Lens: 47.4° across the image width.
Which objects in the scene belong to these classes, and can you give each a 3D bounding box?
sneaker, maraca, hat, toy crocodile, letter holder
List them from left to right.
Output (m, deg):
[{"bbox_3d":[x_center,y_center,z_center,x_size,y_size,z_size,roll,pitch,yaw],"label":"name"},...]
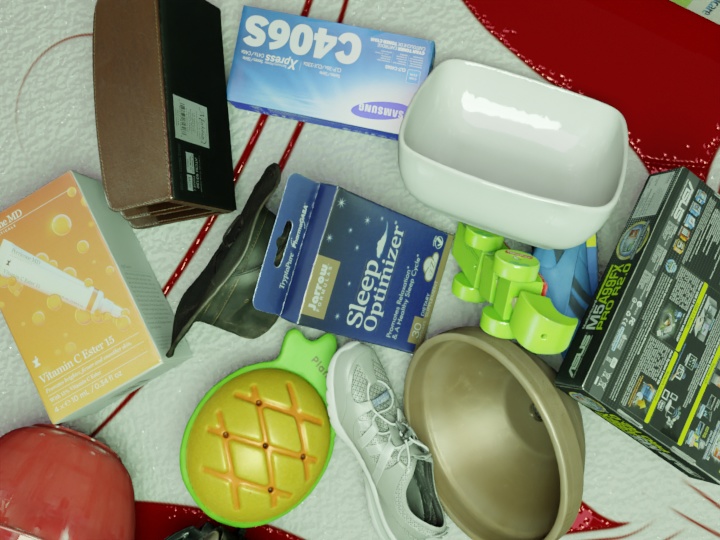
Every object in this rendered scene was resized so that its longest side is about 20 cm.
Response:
[{"bbox_3d":[-0.210,-0.151,0.788,0.139,0.100,0.206,-8,84,26],"label":"letter holder"},{"bbox_3d":[-0.102,0.006,0.763,0.080,0.200,0.203,31,91,-16],"label":"hat"},{"bbox_3d":[-0.081,0.148,0.779,0.200,0.107,0.138,-43,97,-16],"label":"maraca"},{"bbox_3d":[0.033,0.158,0.762,0.081,0.074,0.204,-12,103,46],"label":"sneaker"},{"bbox_3d":[0.126,0.006,0.723,0.060,0.201,0.069,4,111,-15],"label":"toy crocodile"},{"bbox_3d":[0.181,0.030,0.748,0.076,0.066,0.204,1,61,-1],"label":"sneaker"}]

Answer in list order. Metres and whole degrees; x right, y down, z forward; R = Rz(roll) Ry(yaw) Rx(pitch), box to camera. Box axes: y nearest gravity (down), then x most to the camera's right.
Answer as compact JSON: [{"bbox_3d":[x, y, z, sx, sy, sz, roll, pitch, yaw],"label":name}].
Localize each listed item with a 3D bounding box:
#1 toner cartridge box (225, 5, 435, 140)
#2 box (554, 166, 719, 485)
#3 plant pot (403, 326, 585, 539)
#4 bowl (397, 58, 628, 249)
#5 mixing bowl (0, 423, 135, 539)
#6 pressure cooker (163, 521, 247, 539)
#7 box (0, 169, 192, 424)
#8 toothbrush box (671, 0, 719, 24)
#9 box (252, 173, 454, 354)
[{"bbox_3d":[-0.029,-0.194,0.817,0.195,0.043,0.098,12,91,6],"label":"toner cartridge box"},{"bbox_3d":[0.267,0.045,0.672,0.158,0.044,0.203,32,78,-16],"label":"box"},{"bbox_3d":[0.134,0.141,0.739,0.091,0.200,0.205,-18,84,-34],"label":"plant pot"},{"bbox_3d":[0.134,-0.099,0.740,0.195,0.201,0.076,18,130,9],"label":"bowl"},{"bbox_3d":[-0.290,0.215,0.769,0.195,0.202,0.110,13,58,6],"label":"mixing bowl"},{"bbox_3d":[-0.128,0.333,0.722,0.199,0.176,0.180,41,79,-6],"label":"pressure cooker"},{"bbox_3d":[-0.272,0.026,0.805,0.123,0.097,0.203,-28,85,4],"label":"box"},{"bbox_3d":[0.297,-0.350,0.769,0.197,0.086,0.148,27,90,7],"label":"toothbrush box"},{"bbox_3d":[0.000,0.000,0.743,0.032,0.197,0.124,16,89,48],"label":"box"}]
